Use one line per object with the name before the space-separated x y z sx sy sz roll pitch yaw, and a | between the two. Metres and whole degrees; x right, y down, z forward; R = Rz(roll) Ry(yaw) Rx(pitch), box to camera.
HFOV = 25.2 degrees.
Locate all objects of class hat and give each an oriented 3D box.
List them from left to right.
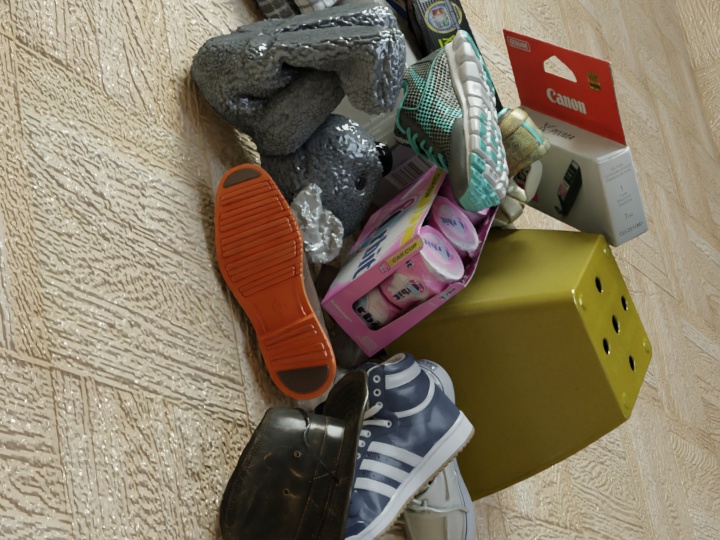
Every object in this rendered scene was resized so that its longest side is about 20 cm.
hat | -0.057 0.161 1.184 0.081 0.201 0.201 16 44 -12

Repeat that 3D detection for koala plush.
koala plush | -0.044 -0.114 1.404 0.177 0.184 0.200 -96 178 -70

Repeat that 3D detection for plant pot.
plant pot | 0.159 0.069 1.506 0.200 0.176 0.200 64 29 -16

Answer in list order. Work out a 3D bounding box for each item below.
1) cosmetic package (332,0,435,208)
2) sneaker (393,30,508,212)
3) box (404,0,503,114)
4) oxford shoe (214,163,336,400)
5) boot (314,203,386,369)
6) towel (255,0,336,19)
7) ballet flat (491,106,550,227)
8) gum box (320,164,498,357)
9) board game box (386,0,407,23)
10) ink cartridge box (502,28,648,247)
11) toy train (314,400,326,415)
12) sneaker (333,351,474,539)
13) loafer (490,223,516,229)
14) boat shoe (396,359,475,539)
cosmetic package | 0.015 -0.169 1.559 0.090 0.107 0.200 35 24 -53
sneaker | 0.074 -0.119 1.410 0.078 0.091 0.200 54 23 -41
box | 0.096 -0.189 1.611 0.160 0.044 0.200 79 -8 -70
oxford shoe | -0.073 0.010 1.339 0.073 0.071 0.200 11 63 -87
boot | 0.000 0.000 1.507 0.200 0.064 0.186 1 67 -61
towel | -0.075 -0.343 1.590 0.166 0.086 0.200 59 26 -20
ballet flat | 0.132 -0.079 1.524 0.200 0.071 0.071 112 -28 -61
gum box | 0.047 -0.017 1.413 0.066 0.113 0.200 47 28 -10
board game box | 0.045 -0.346 1.676 0.046 0.200 0.152 -24 79 -37
ink cartridge box | 0.190 -0.130 1.553 0.200 0.044 0.174 34 -34 59
toy train | 0.002 0.125 1.431 0.046 0.034 0.200 67 22 3
sneaker | -0.002 0.148 1.304 0.200 0.070 0.109 -42 103 -33
loafer | 0.165 0.020 1.689 0.067 0.076 0.200 6 64 -57
boat shoe | 0.050 0.186 1.412 0.086 0.075 0.202 -31 122 -54
